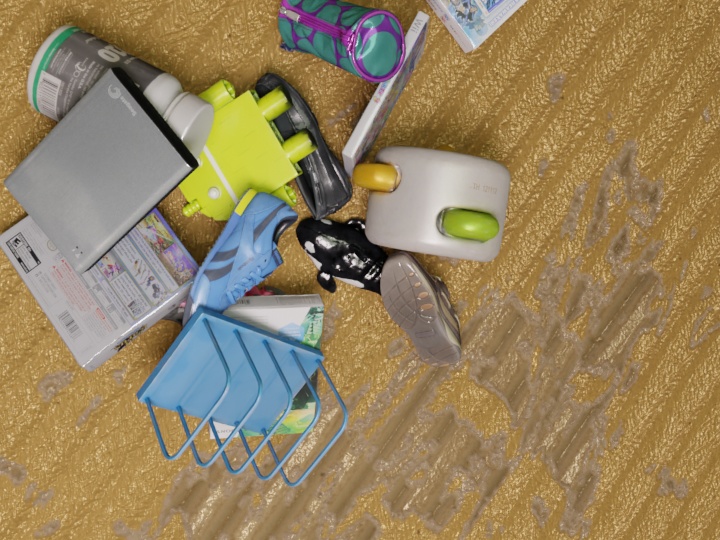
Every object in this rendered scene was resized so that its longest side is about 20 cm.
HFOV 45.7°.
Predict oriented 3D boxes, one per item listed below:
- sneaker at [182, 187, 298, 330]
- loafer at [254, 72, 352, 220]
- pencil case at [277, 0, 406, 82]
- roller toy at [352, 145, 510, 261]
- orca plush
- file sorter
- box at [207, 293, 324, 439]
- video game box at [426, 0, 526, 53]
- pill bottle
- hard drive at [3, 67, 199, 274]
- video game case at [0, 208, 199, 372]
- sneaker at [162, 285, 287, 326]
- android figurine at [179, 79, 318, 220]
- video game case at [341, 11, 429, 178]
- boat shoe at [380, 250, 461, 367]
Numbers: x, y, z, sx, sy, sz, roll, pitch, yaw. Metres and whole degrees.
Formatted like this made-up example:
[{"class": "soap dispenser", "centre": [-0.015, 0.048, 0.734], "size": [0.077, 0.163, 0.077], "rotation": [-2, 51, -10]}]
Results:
[{"class": "sneaker", "centre": [-0.142, -0.004, 1.023], "size": [0.078, 0.066, 0.202], "rotation": [25, 70, 6]}, {"class": "loafer", "centre": [-0.083, -0.162, 1.122], "size": [0.070, 0.068, 0.202], "rotation": [-37, 105, -24]}, {"class": "pencil case", "centre": [-0.029, -0.296, 1.063], "size": [0.091, 0.199, 0.086], "rotation": [7, 108, -39]}, {"class": "roller toy", "centre": [0.099, -0.093, 1.118], "size": [0.197, 0.182, 0.142], "rotation": [10, 93, 20]}, {"class": "orca plush", "centre": [0.000, 0.000, 1.155], "size": [0.105, 0.071, 0.201], "rotation": [-41, 102, -8]}, {"class": "file sorter", "centre": [-0.133, 0.159, 1.009], "size": [0.199, 0.123, 0.139], "rotation": [25, 110, -41]}, {"class": "box", "centre": [-0.126, 0.127, 1.111], "size": [0.142, 0.036, 0.203], "rotation": [-2, 120, -14]}, {"class": "video game box", "centre": [0.166, -0.439, 1.182], "size": [0.200, 0.047, 0.183], "rotation": [-43, 101, -8]}, {"class": "pill bottle", "centre": [-0.284, -0.200, 1.023], "size": [0.198, 0.113, 0.114], "rotation": [27, 87, 2]}, {"class": "hard drive", "centre": [-0.296, -0.111, 0.974], "size": [0.199, 0.033, 0.140], "rotation": [-38, 95, 19]}, {"class": "video game case", "centre": [-0.315, -0.012, 1.050], "size": [0.180, 0.046, 0.201], "rotation": [-37, 78, -8]}, {"class": "sneaker", "centre": [-0.190, 0.069, 1.117], "size": [0.196, 0.079, 0.097], "rotation": [5, 108, -12]}, {"class": "android figurine", "centre": [-0.158, -0.144, 1.090], "size": [0.198, 0.041, 0.184], "rotation": [-28, 97, 11]}, {"class": "video game case", "centre": [0.032, -0.222, 1.112], "size": [0.018, 0.143, 0.202], "rotation": [28, 86, 3]}, {"class": "boat shoe", "centre": [0.083, 0.045, 1.162], "size": [0.073, 0.074, 0.201], "rotation": [-9, 129, 23]}]
